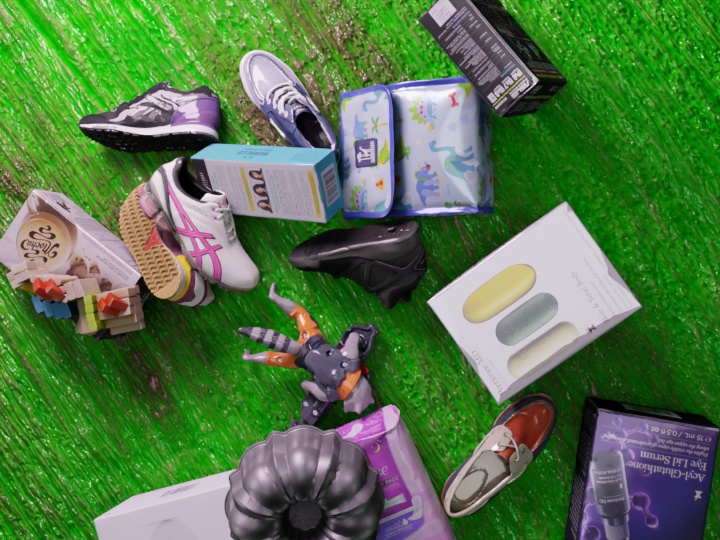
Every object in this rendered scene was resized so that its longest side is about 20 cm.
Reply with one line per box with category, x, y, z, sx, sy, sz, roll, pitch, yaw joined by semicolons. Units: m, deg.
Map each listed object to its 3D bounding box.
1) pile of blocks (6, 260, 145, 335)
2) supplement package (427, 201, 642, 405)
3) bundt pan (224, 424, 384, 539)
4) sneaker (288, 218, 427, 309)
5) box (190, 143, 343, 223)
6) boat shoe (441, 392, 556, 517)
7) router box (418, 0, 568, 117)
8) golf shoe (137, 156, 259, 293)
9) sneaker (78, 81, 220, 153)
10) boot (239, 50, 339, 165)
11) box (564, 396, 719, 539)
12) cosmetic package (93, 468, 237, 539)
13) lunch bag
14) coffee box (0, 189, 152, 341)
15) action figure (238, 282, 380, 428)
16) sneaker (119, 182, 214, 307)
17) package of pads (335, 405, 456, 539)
pile of blocks;-0.383;0.042;1.044;0.198;0.062;0.083;14;94;10
supplement package;0.209;0.039;0.988;0.199;0.151;0.152;-36;85;7
bundt pan;-0.068;0.294;0.953;0.200;0.076;0.204;0;99;-2
sneaker;0.000;0.000;1.056;0.198;0.076;0.115;-6;121;28
box;-0.123;-0.116;1.042;0.199;0.049;0.083;8;125;29
boat shoe;0.181;0.242;1.038;0.071;0.063;0.200;45;95;8
router box;0.167;-0.264;0.971;0.062;0.200;0.150;-42;83;26
golf shoe;-0.200;-0.056;1.049;0.092;0.073;0.200;-38;101;27
sneaker;-0.290;-0.218;1.117;0.198;0.076;0.088;2;76;5
boot;-0.092;-0.221;1.059;0.073;0.090;0.200;-38;87;-8
box;0.344;0.272;0.991;0.147;0.104;0.202;7;91;8
cosmetic package;-0.218;0.391;1.068;0.198;0.123;0.202;-16;86;8
lunch bag;0.066;-0.153;1.031;0.198;0.127;0.172;0;92;22
coffee box;-0.393;-0.007;1.117;0.200;0.080;0.113;38;96;7
action figure;-0.073;0.139;1.059;0.192;0.105;0.201;28;94;15
sneaker;-0.267;-0.032;1.108;0.075;0.090;0.201;-36;59;17
package of pads;0.034;0.289;1.035;0.120;0.076;0.201;-24;101;4
